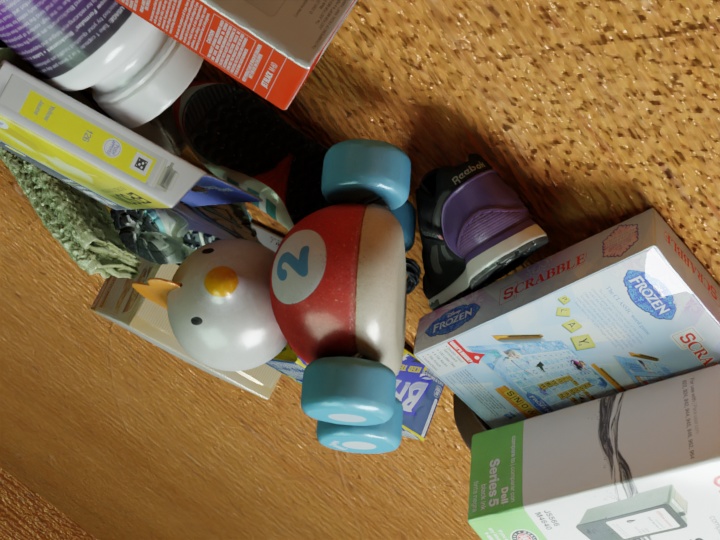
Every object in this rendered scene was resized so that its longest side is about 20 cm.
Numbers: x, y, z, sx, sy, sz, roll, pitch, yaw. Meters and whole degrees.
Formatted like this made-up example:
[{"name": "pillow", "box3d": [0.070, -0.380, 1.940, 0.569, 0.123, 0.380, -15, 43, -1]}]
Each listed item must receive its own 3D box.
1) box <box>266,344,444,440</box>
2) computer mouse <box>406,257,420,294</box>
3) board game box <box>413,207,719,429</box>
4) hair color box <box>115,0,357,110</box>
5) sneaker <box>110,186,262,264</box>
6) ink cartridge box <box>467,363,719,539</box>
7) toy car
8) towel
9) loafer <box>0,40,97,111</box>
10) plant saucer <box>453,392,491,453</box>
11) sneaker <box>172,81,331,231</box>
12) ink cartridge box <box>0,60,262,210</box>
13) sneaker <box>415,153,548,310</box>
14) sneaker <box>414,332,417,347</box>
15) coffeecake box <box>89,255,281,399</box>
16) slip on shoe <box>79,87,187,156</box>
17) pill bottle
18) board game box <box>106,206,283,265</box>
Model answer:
[{"name": "box", "box3d": [-0.007, 0.089, 1.220, 0.064, 0.070, 0.200, 7, 160, 43]}, {"name": "computer mouse", "box3d": [0.000, 0.000, 1.105, 0.059, 0.034, 0.200, 28, 164, -21]}, {"name": "board game box", "box3d": [0.177, 0.069, 0.941, 0.199, 0.041, 0.200, -26, 124, 32]}, {"name": "hair color box", "box3d": [-0.094, -0.195, 0.746, 0.200, 0.111, 0.064, 34, 156, -6]}, {"name": "sneaker", "box3d": [-0.119, -0.035, 1.127, 0.200, 0.086, 0.078, 30, 142, 25]}, {"name": "ink cartridge box", "box3d": [0.197, 0.164, 0.939, 0.200, 0.084, 0.146, -20, 127, 26]}, {"name": "toy car", "box3d": [-0.067, 0.019, 0.917, 0.199, 0.185, 0.177, 2, 161, 6]}, {"name": "towel", "box3d": [-0.270, -0.075, 1.156, 0.200, 0.036, 0.148, 54, -179, 8]}, {"name": "loafer", "box3d": [-0.270, -0.177, 1.034, 0.067, 0.076, 0.200, 13, 152, 48]}, {"name": "plant saucer", "box3d": [0.151, 0.161, 1.121, 0.200, 0.035, 0.200, 35, -165, -11]}, {"name": "sneaker", "box3d": [-0.066, -0.081, 1.021, 0.200, 0.070, 0.093, 38, 179, -30]}, {"name": "ink cartridge box", "box3d": [-0.193, -0.081, 0.975, 0.200, 0.047, 0.198, 31, 170, -19]}, {"name": "sneaker", "box3d": [0.076, -0.033, 0.952, 0.088, 0.076, 0.200, 60, 166, 6]}, {"name": "sneaker", "box3d": [0.130, 0.046, 1.038, 0.200, 0.074, 0.087, 6, 138, 31]}, {"name": "coffeecake box", "box3d": [-0.168, 0.050, 1.298, 0.153, 0.073, 0.200, 30, 171, -20]}, {"name": "slip on shoe", "box3d": [-0.195, -0.162, 0.998, 0.200, 0.061, 0.076, 50, 169, -31]}, {"name": "pill bottle", "box3d": [-0.199, -0.191, 0.876, 0.111, 0.112, 0.200, 0, 142, 50]}, {"name": "board game box", "box3d": [-0.153, -0.028, 1.246, 0.200, 0.035, 0.126, 26, 157, 11]}]
